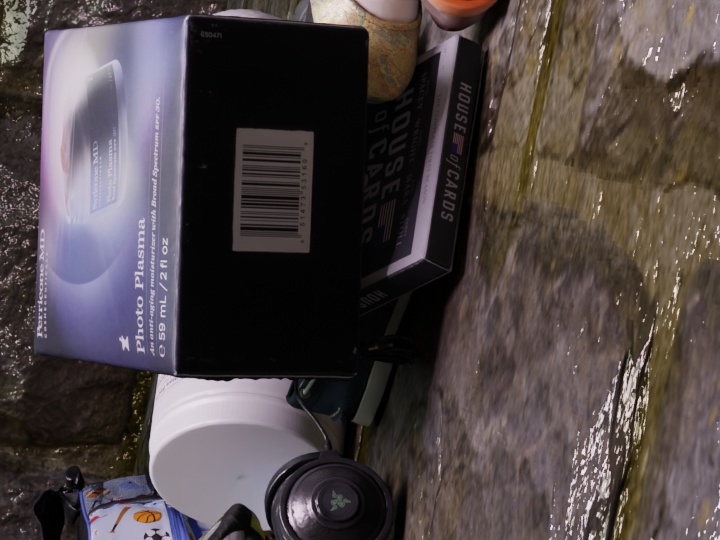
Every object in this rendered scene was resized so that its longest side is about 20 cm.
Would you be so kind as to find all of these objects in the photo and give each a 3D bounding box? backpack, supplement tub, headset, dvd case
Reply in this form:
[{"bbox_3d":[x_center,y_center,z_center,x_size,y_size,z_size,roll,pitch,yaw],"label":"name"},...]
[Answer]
[{"bbox_3d":[-0.147,0.251,1.892,0.191,0.154,0.200,-101,-3,-77],"label":"backpack"},{"bbox_3d":[-0.071,0.062,1.755,0.132,0.132,0.200,111,167,-49],"label":"supplement tub"},{"bbox_3d":[-0.005,0.139,1.492,0.124,0.094,0.200,168,97,-82],"label":"headset"},{"bbox_3d":[-0.003,-0.039,1.523,0.200,0.025,0.150,-28,46,50],"label":"dvd case"}]

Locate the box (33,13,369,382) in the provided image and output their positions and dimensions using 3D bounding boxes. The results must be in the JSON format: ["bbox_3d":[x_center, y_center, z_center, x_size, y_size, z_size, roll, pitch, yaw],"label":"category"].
[{"bbox_3d":[-0.097,-0.041,1.483,0.198,0.123,0.200,3,91,61],"label":"box"}]

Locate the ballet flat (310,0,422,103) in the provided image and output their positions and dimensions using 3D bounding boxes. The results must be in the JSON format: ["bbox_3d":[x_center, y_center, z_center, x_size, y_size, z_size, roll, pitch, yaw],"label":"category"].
[{"bbox_3d":[0.008,-0.187,1.518,0.071,0.071,0.200,110,165,-46],"label":"ballet flat"}]

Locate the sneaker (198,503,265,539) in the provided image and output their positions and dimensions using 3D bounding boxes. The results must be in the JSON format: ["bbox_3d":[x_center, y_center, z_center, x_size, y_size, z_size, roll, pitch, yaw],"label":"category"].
[{"bbox_3d":[-0.077,0.204,1.563,0.075,0.076,0.200,-47,9,10],"label":"sneaker"}]

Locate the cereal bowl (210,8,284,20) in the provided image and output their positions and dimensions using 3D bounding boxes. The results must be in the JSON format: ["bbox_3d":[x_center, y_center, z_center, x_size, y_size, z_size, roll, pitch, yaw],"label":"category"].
[{"bbox_3d":[-0.116,-0.092,1.742,0.200,0.083,0.200,-42,34,36],"label":"cereal bowl"}]

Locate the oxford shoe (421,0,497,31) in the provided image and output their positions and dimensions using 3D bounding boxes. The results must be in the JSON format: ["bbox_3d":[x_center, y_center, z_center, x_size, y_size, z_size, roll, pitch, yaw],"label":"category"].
[{"bbox_3d":[0.058,-0.237,1.496,0.073,0.071,0.200,117,163,-75],"label":"oxford shoe"}]

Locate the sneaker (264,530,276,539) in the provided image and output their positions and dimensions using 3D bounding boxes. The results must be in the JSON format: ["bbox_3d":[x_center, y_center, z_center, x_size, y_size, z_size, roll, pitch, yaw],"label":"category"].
[{"bbox_3d":[-0.067,0.152,1.870,0.200,0.067,0.090,-90,3,-47],"label":"sneaker"}]

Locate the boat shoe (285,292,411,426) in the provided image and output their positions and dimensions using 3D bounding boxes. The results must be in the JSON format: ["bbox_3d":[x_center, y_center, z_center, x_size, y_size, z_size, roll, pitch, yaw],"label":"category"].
[{"bbox_3d":[0.000,0.000,1.588,0.075,0.062,0.200,-96,19,-64],"label":"boat shoe"}]

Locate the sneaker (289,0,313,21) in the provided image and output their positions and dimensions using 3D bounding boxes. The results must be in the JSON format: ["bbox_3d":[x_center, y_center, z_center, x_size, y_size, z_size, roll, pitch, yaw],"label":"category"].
[{"bbox_3d":[-0.006,-0.212,1.946,0.091,0.076,0.200,-104,18,-50],"label":"sneaker"}]
